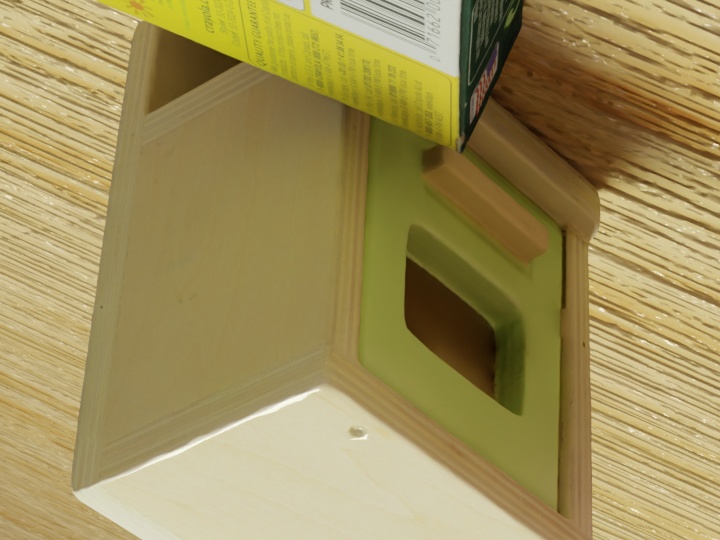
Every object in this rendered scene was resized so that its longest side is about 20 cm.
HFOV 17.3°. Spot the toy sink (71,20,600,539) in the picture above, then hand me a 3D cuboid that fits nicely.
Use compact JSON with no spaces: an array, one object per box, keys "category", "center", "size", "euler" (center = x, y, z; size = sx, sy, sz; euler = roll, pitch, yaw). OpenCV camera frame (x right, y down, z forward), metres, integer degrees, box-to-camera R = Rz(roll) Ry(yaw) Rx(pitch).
[{"category":"toy sink","center":[0.000,0.000,0.765],"size":[0.112,0.201,0.130],"euler":[-26,133,32]}]

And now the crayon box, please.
[{"category":"crayon box","center":[-0.052,-0.113,0.647],"size":[0.199,0.051,0.127],"euler":[23,163,9]}]
